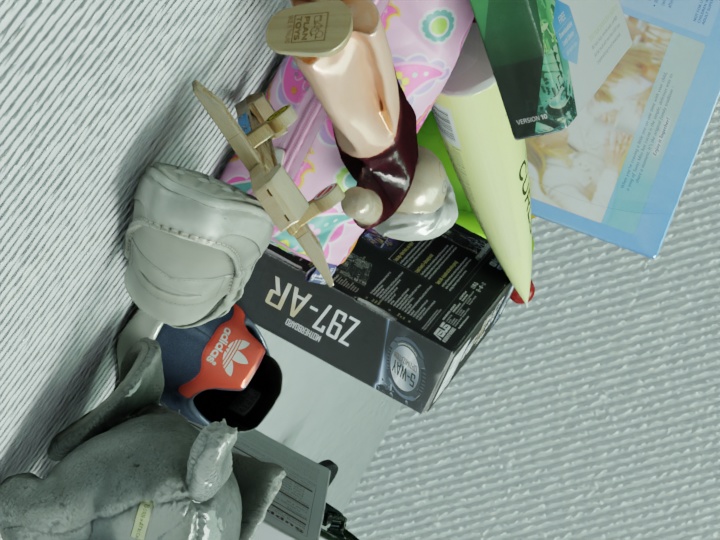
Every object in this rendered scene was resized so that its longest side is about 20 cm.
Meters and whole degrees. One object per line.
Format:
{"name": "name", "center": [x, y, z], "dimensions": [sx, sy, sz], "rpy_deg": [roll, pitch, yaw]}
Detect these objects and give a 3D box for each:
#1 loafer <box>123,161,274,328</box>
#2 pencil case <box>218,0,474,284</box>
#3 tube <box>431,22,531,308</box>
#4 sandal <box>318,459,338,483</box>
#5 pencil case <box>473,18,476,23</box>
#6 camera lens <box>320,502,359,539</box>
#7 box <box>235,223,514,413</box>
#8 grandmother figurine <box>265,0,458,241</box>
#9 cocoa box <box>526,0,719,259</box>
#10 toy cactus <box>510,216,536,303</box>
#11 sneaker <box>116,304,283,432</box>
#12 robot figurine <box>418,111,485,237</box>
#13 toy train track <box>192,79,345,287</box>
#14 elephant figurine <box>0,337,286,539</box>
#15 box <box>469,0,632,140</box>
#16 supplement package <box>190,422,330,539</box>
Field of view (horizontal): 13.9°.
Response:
{"name": "loafer", "center": [-0.081, -0.007, 1.433], "dimensions": [0.200, 0.070, 0.070], "rpy_deg": [76, 36, -82]}
{"name": "pencil case", "center": [-0.005, -0.098, 1.580], "dimensions": [0.201, 0.087, 0.087], "rpy_deg": [-61, 174, 16]}
{"name": "tube", "center": [0.075, -0.063, 1.687], "dimensions": [0.058, 0.052, 0.200], "rpy_deg": [-54, 152, -23]}
{"name": "sandal", "center": [-0.089, 0.216, 2.601], "dimensions": [0.200, 0.048, 0.076], "rpy_deg": [-37, 161, -43]}
{"name": "pencil case", "center": [0.072, -0.209, 1.709], "dimensions": [0.200, 0.088, 0.089], "rpy_deg": [-56, 173, -43]}
{"name": "camera lens", "center": [-0.100, 0.226, 1.940], "dimensions": [0.201, 0.159, 0.160], "rpy_deg": [-60, 174, 0]}
{"name": "box", "center": [0.000, 0.000, 1.715], "dimensions": [0.044, 0.160, 0.200], "rpy_deg": [-65, 174, 20]}
{"name": "grandmother figurine", "center": [0.006, -0.075, 1.485], "dimensions": [0.200, 0.060, 0.122], "rpy_deg": [59, 38, -55]}
{"name": "cocoa box", "center": [0.156, -0.129, 1.852], "dimensions": [0.131, 0.133, 0.201], "rpy_deg": [-93, -157, -79]}
{"name": "toy cactus", "center": [0.066, -0.066, 2.123], "dimensions": [0.200, 0.102, 0.166], "rpy_deg": [-142, -139, -61]}
{"name": "sneaker", "center": [-0.085, 0.061, 1.647], "dimensions": [0.075, 0.084, 0.200], "rpy_deg": [-59, 174, -9]}
{"name": "robot figurine", "center": [0.034, -0.038, 1.986], "dimensions": [0.200, 0.116, 0.175], "rpy_deg": [-50, -156, -20]}
{"name": "toy train track", "center": [-0.038, -0.060, 1.435], "dimensions": [0.032, 0.115, 0.200], "rpy_deg": [-34, -165, 4]}
{"name": "elephant figurine", "center": [-0.114, 0.108, 1.537], "dimensions": [0.200, 0.154, 0.142], "rpy_deg": [-70, 155, -65]}
{"name": "box", "center": [0.084, -0.186, 1.548], "dimensions": [0.201, 0.036, 0.144], "rpy_deg": [70, 25, -16]}
{"name": "supplement package", "center": [-0.096, 0.162, 1.750], "dimensions": [0.117, 0.117, 0.200], "rpy_deg": [-60, -177, 9]}
